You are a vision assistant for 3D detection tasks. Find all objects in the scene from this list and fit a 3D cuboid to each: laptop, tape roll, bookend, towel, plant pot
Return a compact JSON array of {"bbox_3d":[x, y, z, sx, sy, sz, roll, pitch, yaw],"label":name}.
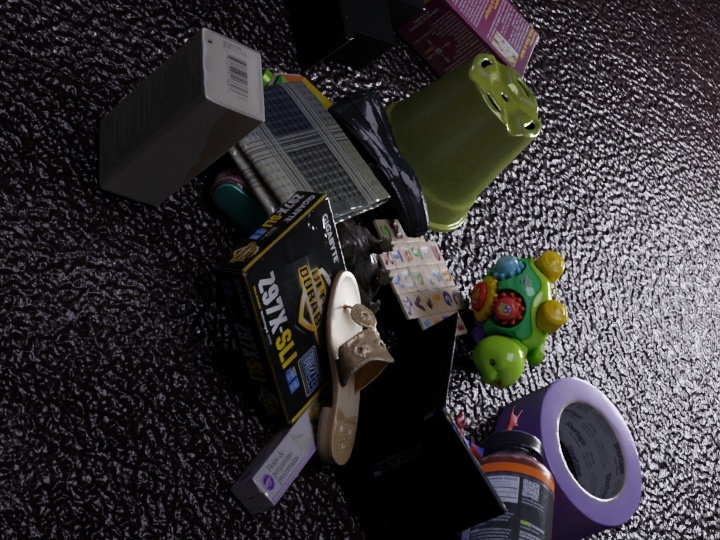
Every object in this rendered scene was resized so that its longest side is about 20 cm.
[{"bbox_3d":[0.068,0.186,1.507,0.116,0.187,0.201,-31,89,-50],"label":"laptop"},{"bbox_3d":[0.271,0.247,1.764,0.199,0.085,0.201,24,51,-34],"label":"tape roll"},{"bbox_3d":[0.004,-0.358,1.860,0.199,0.092,0.200,10,61,-44],"label":"bookend"},{"bbox_3d":[-0.076,-0.135,1.606,0.200,0.035,0.192,54,35,12],"label":"towel"},{"bbox_3d":[0.131,-0.183,1.794,0.200,0.184,0.201,30,41,-30],"label":"plant pot"}]

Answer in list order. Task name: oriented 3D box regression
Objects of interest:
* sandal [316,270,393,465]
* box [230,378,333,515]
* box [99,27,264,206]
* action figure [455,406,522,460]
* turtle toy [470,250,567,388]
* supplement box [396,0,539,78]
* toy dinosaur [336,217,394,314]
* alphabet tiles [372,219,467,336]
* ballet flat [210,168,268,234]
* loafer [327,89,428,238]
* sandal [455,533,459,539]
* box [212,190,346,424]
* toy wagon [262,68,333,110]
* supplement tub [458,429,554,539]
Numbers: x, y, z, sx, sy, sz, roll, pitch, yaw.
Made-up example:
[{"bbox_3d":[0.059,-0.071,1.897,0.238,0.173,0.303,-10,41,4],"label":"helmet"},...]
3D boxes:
[{"bbox_3d":[0.004,0.108,1.484,0.078,0.069,0.213,19,75,-61],"label":"sandal"},{"bbox_3d":[-0.070,0.186,1.479,0.039,0.041,0.200,51,41,-10],"label":"box"},{"bbox_3d":[-0.193,-0.158,1.441,0.078,0.200,0.095,19,54,-38],"label":"box"},{"bbox_3d":[0.120,0.188,1.653,0.200,0.065,0.099,36,58,-26],"label":"action figure"},{"bbox_3d":[0.195,0.064,1.773,0.101,0.146,0.201,15,54,-16],"label":"turtle toy"},{"bbox_3d":[0.154,-0.359,2.008,0.200,0.103,0.131,43,42,-17],"label":"supplement box"},{"bbox_3d":[0.000,0.000,1.635,0.077,0.102,0.201,-22,102,-12],"label":"toy dinosaur"},{"bbox_3d":[0.078,0.010,1.728,0.167,0.006,0.200,65,23,9],"label":"alphabet tiles"},{"bbox_3d":[-0.091,-0.047,1.589,0.200,0.069,0.071,45,34,-11],"label":"ballet flat"},{"bbox_3d":[0.022,-0.128,1.712,0.070,0.068,0.201,-27,92,-16],"label":"loafer"},{"bbox_3d":[0.086,0.252,1.584,0.079,0.059,0.207,-67,142,-52],"label":"sandal"},{"bbox_3d":[-0.073,0.040,1.476,0.160,0.049,0.201,-44,132,-41],"label":"box"},{"bbox_3d":[-0.086,-0.156,1.679,0.155,0.040,0.200,41,43,-21],"label":"toy wagon"},{"bbox_3d":[0.168,0.285,1.553,0.107,0.107,0.201,35,46,-26],"label":"supplement tub"}]
